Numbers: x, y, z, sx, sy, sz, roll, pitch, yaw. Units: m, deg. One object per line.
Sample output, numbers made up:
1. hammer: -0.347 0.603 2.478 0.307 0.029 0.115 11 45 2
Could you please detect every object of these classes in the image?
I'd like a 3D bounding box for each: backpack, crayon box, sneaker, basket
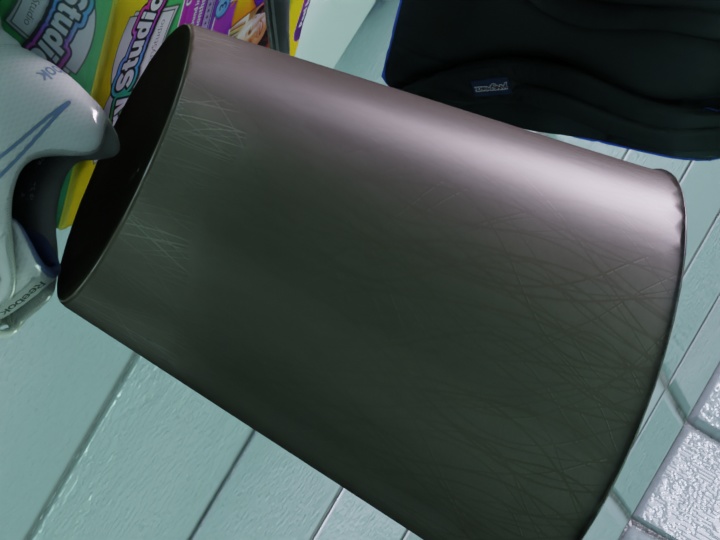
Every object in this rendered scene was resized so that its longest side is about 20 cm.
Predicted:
1. backpack: 0.132 -0.163 1.304 0.163 0.199 0.168 104 3 -46
2. crayon box: -0.072 -0.137 1.010 0.172 0.058 0.201 -36 150 -52
3. sneaker: -0.162 0.005 0.927 0.201 0.087 0.074 -61 165 5
4. basket: 0.000 0.000 0.952 0.136 0.199 0.181 -36 -149 60

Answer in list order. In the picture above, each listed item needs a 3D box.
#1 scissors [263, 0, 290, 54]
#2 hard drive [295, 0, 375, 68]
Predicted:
1. scissors: -0.038 -0.133 0.995 0.073 0.014 0.201 -48 159 -43
2. hard drive: -0.043 -0.106 1.204 0.201 0.027 0.132 -58 164 -9
